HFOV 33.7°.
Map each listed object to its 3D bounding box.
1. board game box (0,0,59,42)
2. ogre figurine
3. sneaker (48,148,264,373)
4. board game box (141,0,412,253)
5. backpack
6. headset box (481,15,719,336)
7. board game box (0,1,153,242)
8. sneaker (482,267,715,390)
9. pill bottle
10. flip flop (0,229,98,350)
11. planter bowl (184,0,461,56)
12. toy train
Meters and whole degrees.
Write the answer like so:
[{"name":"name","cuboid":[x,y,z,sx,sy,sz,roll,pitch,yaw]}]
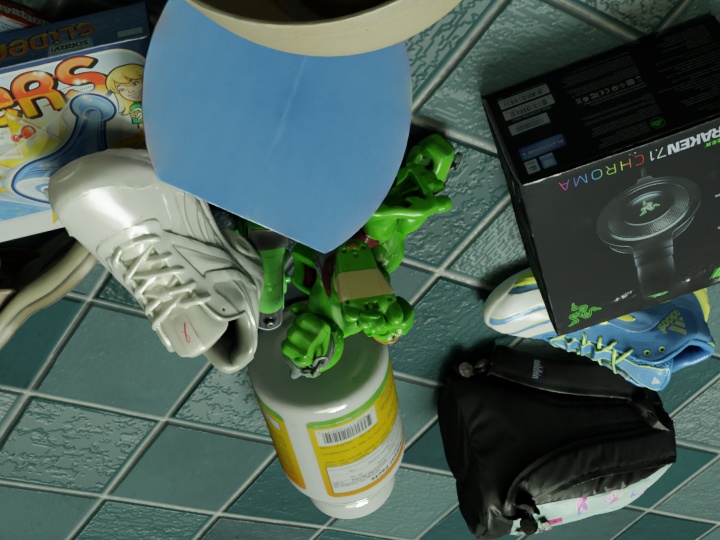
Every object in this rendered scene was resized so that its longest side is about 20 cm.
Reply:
[{"name":"board game box","cuboid":[-0.190,-0.106,0.745,0.200,0.019,0.103,18,128,-34]},{"name":"ogre figurine","cuboid":[0.000,0.000,0.836,0.098,0.201,0.120,16,153,-8]},{"name":"sneaker","cuboid":[-0.115,0.001,0.743,0.078,0.100,0.200,-28,142,17]},{"name":"board game box","cuboid":[-0.054,-0.108,0.735,0.200,0.039,0.158,23,83,-40]},{"name":"backpack","cuboid":[0.179,0.155,1.077,0.199,0.167,0.127,-6,159,-16]},{"name":"headset box","cuboid":[0.199,-0.058,0.870,0.174,0.093,0.200,-19,140,4]},{"name":"board game box","cuboid":[-0.211,-0.080,0.725,0.199,0.035,0.136,-14,140,-3]},{"name":"sneaker","cuboid":[0.206,0.047,0.982,0.199,0.105,0.076,-6,139,-12]},{"name":"pill bottle","cuboid":[-0.021,0.124,0.992,0.111,0.111,0.200,-14,140,-2]},{"name":"flip flop","cuboid":[-0.253,0.012,0.822,0.200,0.081,0.058,-34,120,19]},{"name":"planter bowl","cuboid":[-0.012,-0.192,0.593,0.200,0.201,0.135,-21,167,6]},{"name":"toy train","cuboid":[-0.068,-0.032,0.841,0.042,0.057,0.200,-8,139,-9]}]
